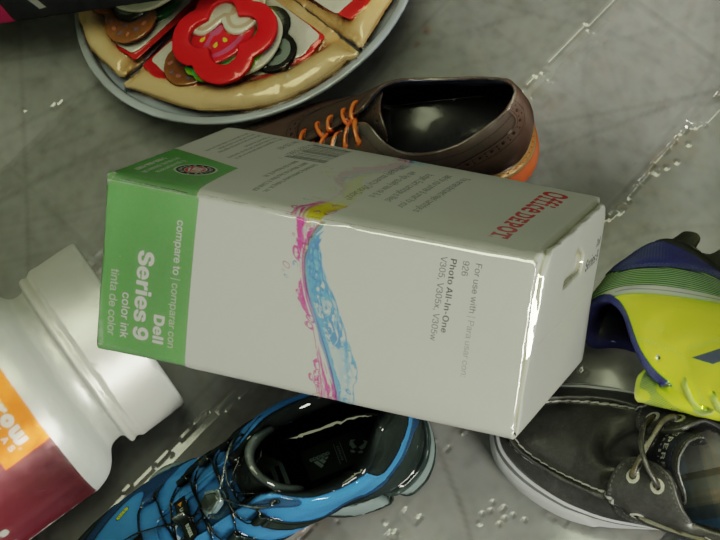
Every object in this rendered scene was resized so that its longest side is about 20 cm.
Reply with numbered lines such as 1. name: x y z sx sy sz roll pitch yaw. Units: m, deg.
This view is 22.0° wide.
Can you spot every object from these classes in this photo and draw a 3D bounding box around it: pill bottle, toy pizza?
1. pill bottle: -0.192 0.084 0.890 0.199 0.114 0.114 -36 67 -7
2. toy pizza: -0.065 -0.167 1.004 0.198 0.032 0.202 -8 59 13

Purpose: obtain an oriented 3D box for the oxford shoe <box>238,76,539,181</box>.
1. oxford shoe: -0.009 -0.067 0.948 0.198 0.073 0.072 -12 66 3

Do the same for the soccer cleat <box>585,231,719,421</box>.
1. soccer cleat: 0.172 0.048 0.840 0.083 0.065 0.200 -36 33 -9

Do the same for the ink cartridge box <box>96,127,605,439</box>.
1. ink cartridge box: 0.000 0.000 0.845 0.198 0.145 0.088 9 105 16

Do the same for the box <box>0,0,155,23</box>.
1. box: -0.169 -0.213 0.984 0.198 0.106 0.123 -5 53 20

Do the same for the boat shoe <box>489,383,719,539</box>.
1. boat shoe: 0.153 0.096 0.859 0.199 0.066 0.070 22 72 16

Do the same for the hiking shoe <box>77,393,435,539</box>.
1. hiking shoe: -0.061 0.103 0.877 0.199 0.087 0.075 -30 66 -4
